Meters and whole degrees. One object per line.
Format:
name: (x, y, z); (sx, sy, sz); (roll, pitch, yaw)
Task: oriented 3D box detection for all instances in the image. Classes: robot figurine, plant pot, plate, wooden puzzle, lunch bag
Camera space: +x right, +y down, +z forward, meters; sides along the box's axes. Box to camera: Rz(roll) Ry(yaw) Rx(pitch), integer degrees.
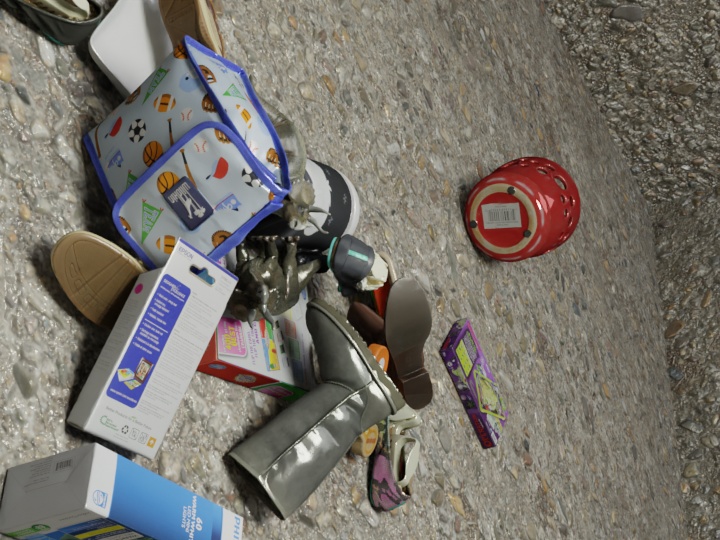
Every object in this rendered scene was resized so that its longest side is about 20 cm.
robot figurine: (-0.085, -0.084, 1.314); (0.200, 0.125, 0.151); (9, 103, -61)
plant pot: (0.314, -0.114, 2.032); (0.182, 0.200, 0.201); (-28, 99, -56)
plate: (-0.235, -0.236, 1.217); (0.200, 0.032, 0.200); (54, 30, -32)
wooden puzzle: (0.048, 0.076, 1.493); (0.185, 0.046, 0.201); (104, -34, -84)
lunch bag: (-0.171, -0.105, 1.046); (0.124, 0.170, 0.200); (18, 39, -56)

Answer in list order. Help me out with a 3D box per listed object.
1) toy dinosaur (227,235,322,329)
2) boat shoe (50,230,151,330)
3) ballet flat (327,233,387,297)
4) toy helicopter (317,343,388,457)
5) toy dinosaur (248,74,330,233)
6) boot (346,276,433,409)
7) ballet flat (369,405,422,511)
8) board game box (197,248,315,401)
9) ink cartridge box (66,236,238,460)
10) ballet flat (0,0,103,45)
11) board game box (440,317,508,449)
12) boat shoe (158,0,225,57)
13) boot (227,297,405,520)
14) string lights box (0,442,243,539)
toy dinosaur: (-0.105, 0.011, 1.180); (0.200, 0.077, 0.103); (-1, 91, -74)
boat shoe: (-0.236, 0.023, 1.025); (0.200, 0.071, 0.065); (50, -2, -41)
ballet flat: (0.000, 0.000, 1.307); (0.200, 0.073, 0.073); (70, 6, -80)
toy helicopter: (-0.012, 0.182, 1.297); (0.132, 0.079, 0.200); (-62, 152, -32)
toy dinosaur: (-0.102, -0.126, 1.193); (0.077, 0.102, 0.201); (119, -36, -68)
boot: (0.026, 0.069, 1.362); (0.200, 0.064, 0.187); (-140, -138, -61)
ballet flat: (0.050, 0.235, 1.427); (0.069, 0.071, 0.200); (41, 39, -45)
board game box: (-0.128, 0.062, 1.225); (0.200, 0.040, 0.153); (30, 48, -54)
ink cartridge box: (-0.196, 0.074, 0.991); (0.095, 0.037, 0.200); (39, 72, -47)
ballet flat: (-0.335, -0.292, 1.017); (0.200, 0.068, 0.068); (25, 52, -56)
board game box: (0.202, 0.196, 1.797); (0.200, 0.032, 0.120); (66, 31, -14)
boat shoe: (-0.184, -0.248, 1.214); (0.072, 0.072, 0.201); (8, 64, -65)
boot: (-0.068, 0.153, 1.170); (0.182, 0.200, 0.073); (52, -15, 7)
string lights box: (-0.204, 0.222, 0.904); (0.200, 0.103, 0.059); (42, 38, -45)
